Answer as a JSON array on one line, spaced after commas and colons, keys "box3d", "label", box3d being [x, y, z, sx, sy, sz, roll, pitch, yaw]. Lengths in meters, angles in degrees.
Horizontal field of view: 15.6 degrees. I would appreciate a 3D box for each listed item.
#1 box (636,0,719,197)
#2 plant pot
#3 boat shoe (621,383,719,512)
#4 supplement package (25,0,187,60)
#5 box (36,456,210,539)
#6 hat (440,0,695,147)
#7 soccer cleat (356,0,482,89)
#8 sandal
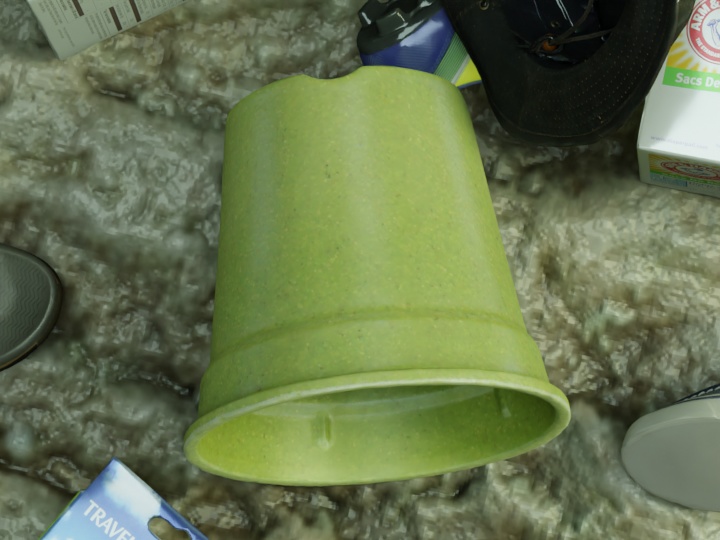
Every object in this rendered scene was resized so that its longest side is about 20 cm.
[{"box3d": [0.253, -0.086, 1.404, 0.200, 0.112, 0.102, 11, 84, 9], "label": "box"}, {"box3d": [0.000, 0.000, 1.379, 0.200, 0.200, 0.185, -6, 72, -1], "label": "plant pot"}, {"box3d": [0.243, 0.070, 1.419, 0.200, 0.093, 0.075, -7, 125, 24], "label": "boat shoe"}, {"box3d": [-0.111, -0.234, 1.410, 0.200, 0.151, 0.152, -25, 83, -3], "label": "supplement package"}, {"box3d": [-0.153, 0.214, 1.411, 0.122, 0.048, 0.200, 40, 85, 4], "label": "box"}, {"box3d": [0.124, -0.164, 1.357, 0.081, 0.200, 0.201, -7, 82, -35], "label": "hat"}, {"box3d": [0.091, -0.153, 1.456, 0.200, 0.065, 0.084, -32, 114, -8], "label": "soccer cleat"}, {"box3d": [-0.264, 0.005, 1.431, 0.200, 0.055, 0.082, 17, 84, 2], "label": "sandal"}]
